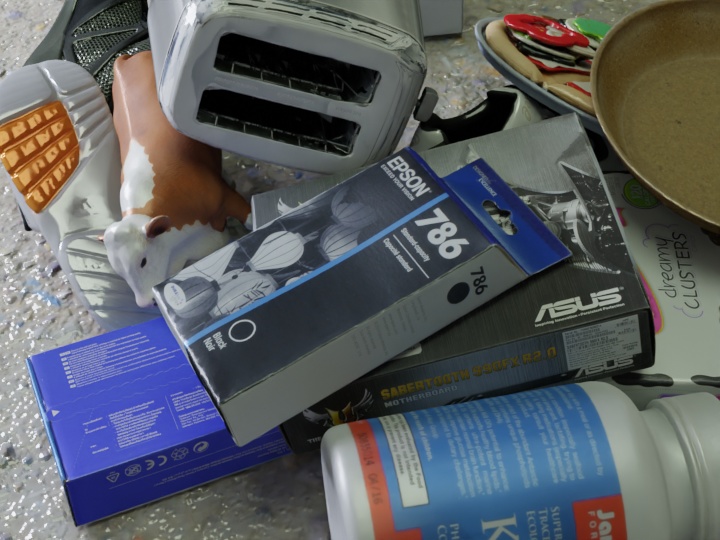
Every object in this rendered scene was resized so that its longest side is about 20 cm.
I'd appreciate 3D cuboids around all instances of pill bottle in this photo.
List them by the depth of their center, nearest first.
[{"bbox_3d":[0.085,0.116,0.677,0.197,0.113,0.113,-10,46,-7],"label":"pill bottle"}]

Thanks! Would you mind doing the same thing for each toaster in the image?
[{"bbox_3d":[-0.050,-0.138,0.825,0.197,0.115,0.130,13,33,-19],"label":"toaster"}]

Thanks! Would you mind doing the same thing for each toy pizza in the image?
[{"bbox_3d":[0.169,-0.129,0.910,0.198,0.032,0.201,20,24,-9],"label":"toy pizza"}]

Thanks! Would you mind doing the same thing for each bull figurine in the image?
[{"bbox_3d":[-0.107,-0.056,0.846,0.065,0.121,0.202,-37,45,28],"label":"bull figurine"}]

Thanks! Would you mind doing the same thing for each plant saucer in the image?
[{"bbox_3d":[0.227,-0.082,0.807,0.197,0.036,0.202,5,50,-6],"label":"plant saucer"}]

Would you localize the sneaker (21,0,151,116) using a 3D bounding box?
[{"bbox_3d":[-0.163,-0.163,0.985,0.113,0.077,0.201,10,49,8],"label":"sneaker"}]

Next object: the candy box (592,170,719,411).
[{"bbox_3d":[0.187,0.023,0.795,0.197,0.072,0.169,0,46,1],"label":"candy box"}]

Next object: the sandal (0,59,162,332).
[{"bbox_3d":[-0.182,-0.038,0.878,0.078,0.059,0.209,-17,69,-22],"label":"sandal"}]

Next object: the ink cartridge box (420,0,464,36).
[{"bbox_3d":[-0.031,-0.257,1.066,0.197,0.085,0.177,-8,45,-5],"label":"ink cartridge box"}]

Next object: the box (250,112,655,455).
[{"bbox_3d":[0.044,0.003,0.747,0.197,0.049,0.160,-13,46,4],"label":"box"}]

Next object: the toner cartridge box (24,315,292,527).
[{"bbox_3d":[-0.080,0.066,0.779,0.198,0.044,0.095,-17,46,-15],"label":"toner cartridge box"}]

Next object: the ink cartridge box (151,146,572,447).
[{"bbox_3d":[0.000,0.000,0.703,0.198,0.039,0.100,-29,45,-11],"label":"ink cartridge box"}]

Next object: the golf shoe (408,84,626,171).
[{"bbox_3d":[0.121,-0.074,0.877,0.197,0.095,0.078,-13,45,-13],"label":"golf shoe"}]
